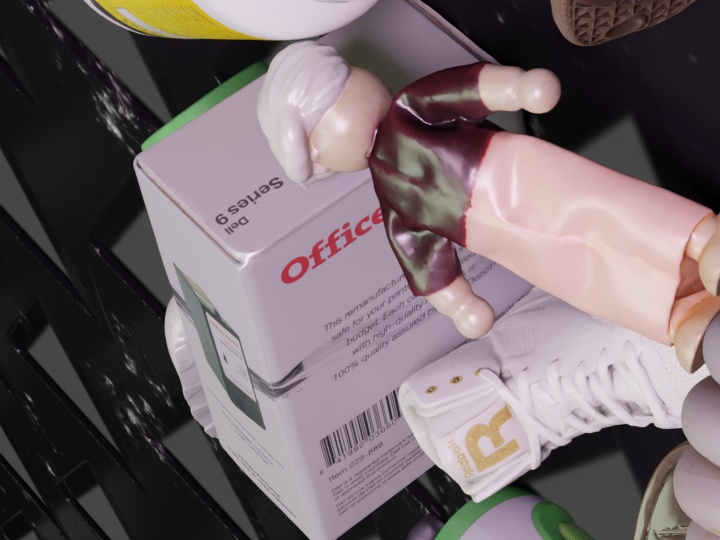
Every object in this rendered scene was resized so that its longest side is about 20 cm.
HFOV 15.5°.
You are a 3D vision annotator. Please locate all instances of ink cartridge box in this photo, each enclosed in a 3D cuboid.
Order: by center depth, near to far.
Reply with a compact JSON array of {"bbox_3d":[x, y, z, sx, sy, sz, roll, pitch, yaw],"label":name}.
[{"bbox_3d":[0.000,0.000,1.133,0.084,0.146,0.200,42,158,35],"label":"ink cartridge box"}]

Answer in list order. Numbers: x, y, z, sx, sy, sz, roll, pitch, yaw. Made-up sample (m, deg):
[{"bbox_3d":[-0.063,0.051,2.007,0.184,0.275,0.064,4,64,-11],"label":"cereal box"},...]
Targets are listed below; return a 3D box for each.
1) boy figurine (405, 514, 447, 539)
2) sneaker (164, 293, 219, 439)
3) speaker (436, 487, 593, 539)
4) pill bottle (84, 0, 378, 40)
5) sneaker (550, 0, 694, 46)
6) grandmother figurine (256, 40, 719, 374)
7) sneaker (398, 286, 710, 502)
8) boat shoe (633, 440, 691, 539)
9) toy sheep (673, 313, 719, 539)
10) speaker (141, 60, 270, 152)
[{"bbox_3d":[0.092,0.201,1.367,0.124,0.065,0.200,25,-174,-44],"label":"boy figurine"},{"bbox_3d":[-0.048,0.047,1.386,0.200,0.076,0.081,43,-166,-52],"label":"sneaker"},{"bbox_3d":[0.118,0.185,1.240,0.200,0.088,0.089,39,156,40],"label":"speaker"},{"bbox_3d":[-0.043,-0.146,1.034,0.112,0.111,0.200,60,162,-18],"label":"pill bottle"},{"bbox_3d":[0.085,-0.150,0.807,0.200,0.070,0.076,97,153,-60],"label":"sneaker"},{"bbox_3d":[0.048,-0.029,0.986,0.199,0.061,0.122,27,118,19],"label":"grandmother figurine"},{"bbox_3d":[0.089,0.055,1.056,0.074,0.115,0.200,60,160,-12],"label":"sneaker"},{"bbox_3d":[0.164,0.156,1.107,0.072,0.068,0.201,-3,108,28],"label":"boat shoe"},{"bbox_3d":[0.167,0.063,0.863,0.138,0.137,0.201,16,108,62],"label":"toy sheep"},{"bbox_3d":[-0.020,0.001,1.279,0.200,0.088,0.088,55,162,-2],"label":"speaker"}]
